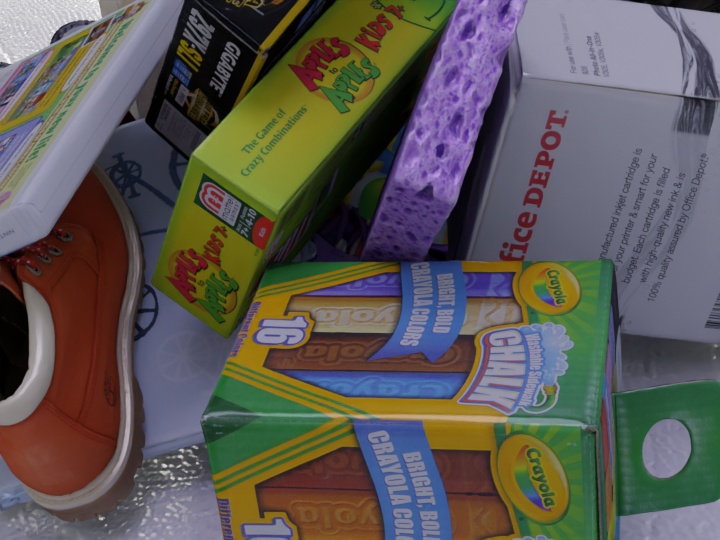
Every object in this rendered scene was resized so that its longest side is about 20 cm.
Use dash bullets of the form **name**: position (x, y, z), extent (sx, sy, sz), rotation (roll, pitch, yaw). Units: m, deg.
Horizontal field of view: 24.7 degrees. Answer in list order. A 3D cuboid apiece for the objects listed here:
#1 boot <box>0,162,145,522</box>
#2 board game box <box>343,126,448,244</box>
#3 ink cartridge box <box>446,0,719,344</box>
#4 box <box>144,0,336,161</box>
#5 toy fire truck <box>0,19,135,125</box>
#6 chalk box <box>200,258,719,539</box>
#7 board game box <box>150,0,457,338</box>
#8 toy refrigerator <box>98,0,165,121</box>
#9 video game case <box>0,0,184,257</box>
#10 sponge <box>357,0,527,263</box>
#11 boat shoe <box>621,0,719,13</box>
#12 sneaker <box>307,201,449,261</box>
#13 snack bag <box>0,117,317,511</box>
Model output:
- **boot**: position (-0.150, 0.004, 0.764), extent (0.074, 0.107, 0.202), rotation (-19, 55, 9)
- **board game box**: position (0.034, -0.078, 0.966), extent (0.198, 0.104, 0.105), rotation (-15, 29, -14)
- **ink cartridge box**: position (0.150, -0.046, 0.794), extent (0.197, 0.147, 0.085), rotation (7, 41, -8)
- **box**: position (-0.020, -0.156, 0.796), extent (0.049, 0.160, 0.201), rotation (37, 69, 0)
- **toy fire truck**: position (-0.160, -0.038, 0.948), extent (0.175, 0.129, 0.200), rotation (-30, 65, -29)
- **chalk box**: position (0.050, 0.077, 0.682), extent (0.197, 0.126, 0.124), rotation (0, 31, 13)
- **board game box**: position (-0.017, -0.071, 0.783), extent (0.047, 0.102, 0.200), rotation (34, 53, 5)
- **toy refrigerator**: position (-0.044, -0.150, 0.929), extent (0.198, 0.077, 0.070), rotation (-17, 30, -15)
- **video game case**: position (-0.184, -0.052, 0.793), extent (0.181, 0.022, 0.201), rotation (-21, 28, 29)
- **sponge**: position (0.032, -0.053, 0.749), extent (0.030, 0.200, 0.113), rotation (20, 73, -1)
- **boat shoe**: position (0.143, -0.117, 0.832), extent (0.198, 0.057, 0.069), rotation (-26, 74, 7)
- **sneaker**: position (0.000, 0.000, 0.863), extent (0.197, 0.084, 0.081), rotation (-1, 31, 8)
- **snack bag**: position (-0.112, 0.010, 0.826), extent (0.186, 0.021, 0.202), rotation (-16, 59, 3)
